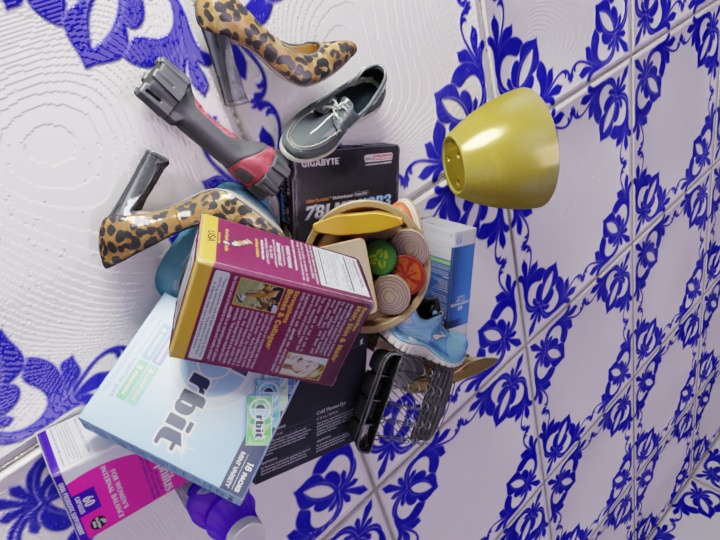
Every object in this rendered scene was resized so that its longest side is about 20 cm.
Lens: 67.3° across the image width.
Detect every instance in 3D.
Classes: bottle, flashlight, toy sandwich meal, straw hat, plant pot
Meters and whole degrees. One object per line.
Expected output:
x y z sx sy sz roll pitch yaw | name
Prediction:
-0.189 0.289 0.704 0.083 0.199 0.066 -26 120 -28 | bottle
-0.173 -0.170 0.659 0.068 0.068 0.200 -51 126 -3 | flashlight
0.000 0.000 0.738 0.200 0.070 0.210 0 100 2 | toy sandwich meal
0.157 0.160 1.021 0.198 0.201 0.086 0 61 -39 | straw hat
0.220 -0.191 0.914 0.139 0.200 0.204 -13 115 -8 | plant pot

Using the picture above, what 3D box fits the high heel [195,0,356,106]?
-0.095 -0.299 0.658 0.197 0.071 0.145 -25 126 -21 | high heel

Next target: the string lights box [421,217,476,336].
0.140 0.018 0.952 0.058 0.102 0.204 -12 113 -36 | string lights box

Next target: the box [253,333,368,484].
-0.095 0.179 0.809 0.197 0.103 0.186 -10 112 -37 | box

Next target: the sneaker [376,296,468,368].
0.114 0.091 0.844 0.198 0.078 0.091 22 98 -44 | sneaker

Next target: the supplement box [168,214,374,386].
-0.103 0.037 0.620 0.197 0.104 0.132 16 117 -22 | supplement box

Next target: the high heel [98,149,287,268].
-0.197 -0.033 0.637 0.197 0.071 0.145 27 82 -6 | high heel

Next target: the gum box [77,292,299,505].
-0.187 0.145 0.633 0.197 0.045 0.172 27 57 -1 | gum box

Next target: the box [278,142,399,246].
-0.028 -0.085 0.817 0.197 0.049 0.203 -13 114 -37 | box

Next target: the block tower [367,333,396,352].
0.054 0.047 0.924 0.057 0.054 0.204 13 96 -40 | block tower

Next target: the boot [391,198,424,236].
0.031 -0.010 0.814 0.106 0.075 0.204 -1 110 -36 | boot

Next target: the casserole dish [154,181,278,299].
-0.181 -0.020 0.716 0.121 0.039 0.202 41 78 -39 | casserole dish

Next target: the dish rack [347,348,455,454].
0.078 0.208 0.853 0.198 0.054 0.156 18 93 -36 | dish rack

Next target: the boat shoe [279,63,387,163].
-0.033 -0.220 0.737 0.073 0.062 0.200 45 60 6 | boat shoe

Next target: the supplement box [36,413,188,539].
-0.274 0.217 0.676 0.198 0.103 0.103 -25 118 -33 | supplement box
